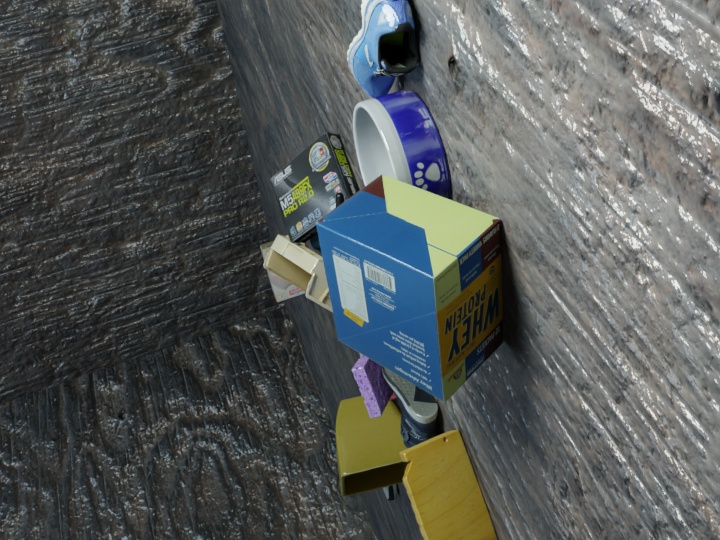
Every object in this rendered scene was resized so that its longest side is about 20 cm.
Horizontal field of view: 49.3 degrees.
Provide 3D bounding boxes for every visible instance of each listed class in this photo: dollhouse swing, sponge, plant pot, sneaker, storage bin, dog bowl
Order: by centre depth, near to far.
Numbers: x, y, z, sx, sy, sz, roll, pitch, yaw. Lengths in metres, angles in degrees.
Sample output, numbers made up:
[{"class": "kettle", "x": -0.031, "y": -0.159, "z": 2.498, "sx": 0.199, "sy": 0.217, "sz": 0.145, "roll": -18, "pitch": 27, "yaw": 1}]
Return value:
[{"class": "sneaker", "x": 0.032, "y": -0.290, "z": 1.062, "sx": 0.201, "sy": 0.077, "sz": 0.091, "roll": 101, "pitch": 152, "yaw": -69}, {"class": "dog bowl", "x": 0.057, "y": -0.155, "z": 1.140, "sx": 0.200, "sy": 0.077, "sz": 0.204, "roll": 162, "pitch": 91, "yaw": -80}, {"class": "dollhouse swing", "x": 0.135, "y": 0.420, "z": 1.452, "sx": 0.175, "sy": 0.179, "sz": 0.203, "roll": -35, "pitch": 73, "yaw": 58}, {"class": "sneaker", "x": 0.098, "y": 0.272, "z": 1.613, "sx": 0.204, "sy": 0.076, "sz": 0.148, "roll": -118, "pitch": 16, "yaw": -45}, {"class": "sponge", "x": 0.040, "y": 0.208, "z": 1.646, "sx": 0.113, "sy": 0.029, "sz": 0.200, "roll": 68, "pitch": -157, "yaw": -14}, {"class": "storage bin", "x": -0.093, "y": 0.019, "z": 1.768, "sx": 0.197, "sy": 0.095, "sz": 0.199, "roll": 32, "pitch": 179, "yaw": -39}, {"class": "plant pot", "x": 0.023, "y": 0.425, "z": 1.971, "sx": 0.195, "sy": 0.192, "sz": 0.203, "roll": 91, "pitch": 165, "yaw": -60}, {"class": "sneaker", "x": 0.056, "y": 0.602, "z": 2.356, "sx": 0.074, "sy": 0.079, "sz": 0.204, "roll": -156, "pitch": 48, "yaw": -74}]

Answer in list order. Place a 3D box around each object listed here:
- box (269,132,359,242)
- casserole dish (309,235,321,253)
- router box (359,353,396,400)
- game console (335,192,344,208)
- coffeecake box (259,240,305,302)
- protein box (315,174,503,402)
[{"class": "box", "x": -0.099, "y": -0.175, "z": 1.694, "sx": 0.199, "sy": 0.044, "sz": 0.163, "roll": -31, "pitch": 72, "yaw": 36}, {"class": "casserole dish", "x": -0.078, "y": -0.141, "z": 1.796, "sx": 0.121, "sy": 0.038, "sz": 0.204, "roll": -22, "pitch": -70, "yaw": -58}, {"class": "router box", "x": 0.035, "y": 0.178, "z": 1.863, "sx": 0.201, "sy": 0.048, "sz": 0.182, "roll": -122, "pitch": 18, "yaw": -55}, {"class": "game console", "x": -0.040, "y": -0.024, "z": 1.514, "sx": 0.202, "sy": 0.030, "sz": 0.179, "roll": -94, "pitch": 0, "yaw": -51}, {"class": "coffeecake box", "x": -0.256, "y": -0.011, "z": 2.787, "sx": 0.073, "sy": 0.151, "sz": 0.203, "roll": -135, "pitch": 29, "yaw": -68}, {"class": "protein box", "x": 0.067, "y": 0.019, "z": 1.015, "sx": 0.197, "sy": 0.134, "sz": 0.203, "roll": 25, "pitch": 139, "yaw": 37}]
